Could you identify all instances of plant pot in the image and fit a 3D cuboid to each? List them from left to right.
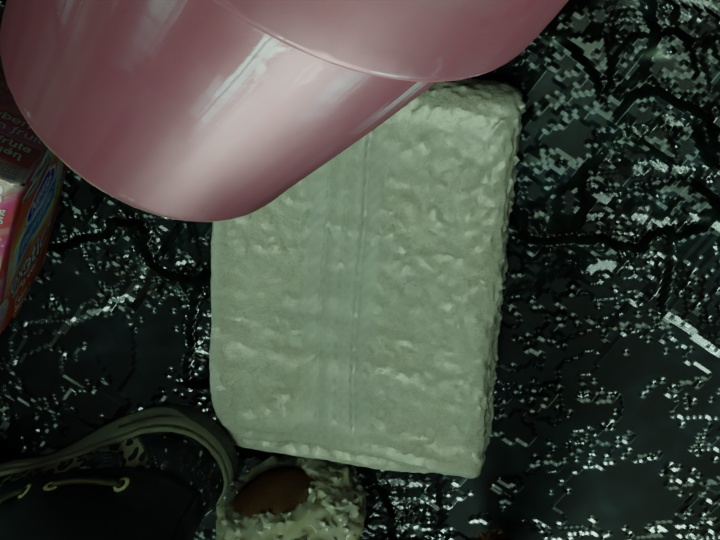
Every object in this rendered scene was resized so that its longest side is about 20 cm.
[{"bbox_3d":[-0.037,-0.120,0.682,0.199,0.201,0.179,34,131,-10],"label":"plant pot"}]

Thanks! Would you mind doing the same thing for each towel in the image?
[{"bbox_3d":[0.000,0.000,0.841,0.131,0.035,0.201,8,122,6],"label":"towel"}]

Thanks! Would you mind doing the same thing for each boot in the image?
[{"bbox_3d":[-0.154,0.151,0.858,0.203,0.154,0.074,-28,113,23],"label":"boot"}]

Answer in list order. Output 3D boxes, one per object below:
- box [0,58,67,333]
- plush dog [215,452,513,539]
[{"bbox_3d":[-0.229,-0.051,0.820,0.198,0.096,0.100,20,122,0],"label":"box"},{"bbox_3d":[0.015,0.202,0.885,0.170,0.201,0.161,3,140,13],"label":"plush dog"}]
